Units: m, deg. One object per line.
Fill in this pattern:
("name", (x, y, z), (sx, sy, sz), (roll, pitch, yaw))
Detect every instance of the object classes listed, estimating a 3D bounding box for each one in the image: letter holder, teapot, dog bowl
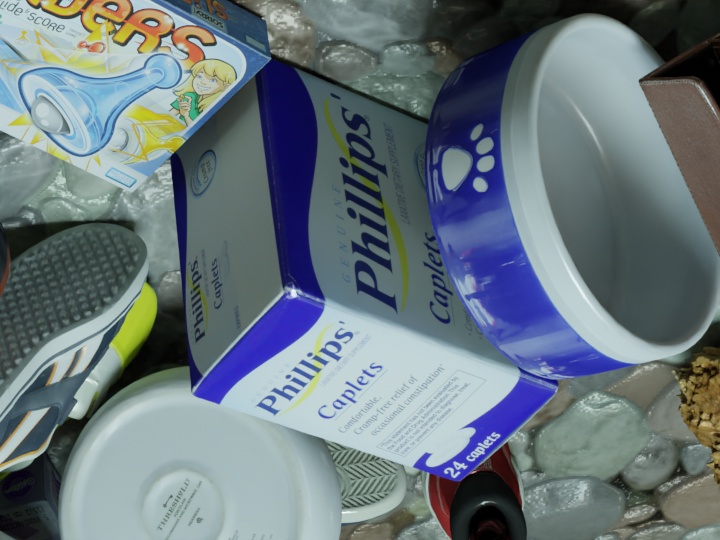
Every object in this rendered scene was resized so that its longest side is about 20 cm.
("letter holder", (0.265, -0.042, 1.348), (0.100, 0.142, 0.201), (-30, 102, -13))
("teapot", (-0.093, 0.151, 1.565), (0.199, 0.199, 0.146), (-18, 174, 12))
("dog bowl", (0.126, -0.041, 1.377), (0.078, 0.201, 0.200), (-17, 143, 36))

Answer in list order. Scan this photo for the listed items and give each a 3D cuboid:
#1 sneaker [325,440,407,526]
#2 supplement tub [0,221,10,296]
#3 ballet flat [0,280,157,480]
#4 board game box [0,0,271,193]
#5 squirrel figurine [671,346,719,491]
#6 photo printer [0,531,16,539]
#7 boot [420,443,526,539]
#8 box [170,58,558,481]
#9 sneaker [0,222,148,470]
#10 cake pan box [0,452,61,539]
("sneaker", (-0.064, 0.165, 1.688), (0.198, 0.075, 0.085), (-5, 145, 4))
("supplement tub", (-0.265, -0.041, 1.345), (0.106, 0.108, 0.200), (-9, 154, -1))
("ballet flat", (-0.200, 0.079, 1.557), (0.067, 0.067, 0.200), (32, 125, -29))
("board game box", (-0.168, -0.131, 1.347), (0.199, 0.035, 0.135), (25, 128, -34))
("squirrel figurine", (0.319, 0.088, 1.628), (0.199, 0.142, 0.187), (-14, 133, 1))
("photo printer", (-0.246, 0.223, 1.571), (0.166, 0.070, 0.200), (21, 155, 25))
("boot", (0.086, 0.179, 1.674), (0.072, 0.145, 0.201), (-13, 141, 1))
("box", (0.000, 0.000, 1.418), (0.199, 0.185, 0.105), (20, 133, -31))
("sneaker", (-0.203, 0.053, 1.456), (0.078, 0.200, 0.080), (28, 142, 22))
("cake pan box", (-0.282, 0.215, 1.712), (0.199, 0.053, 0.185), (-13, 142, 4))
